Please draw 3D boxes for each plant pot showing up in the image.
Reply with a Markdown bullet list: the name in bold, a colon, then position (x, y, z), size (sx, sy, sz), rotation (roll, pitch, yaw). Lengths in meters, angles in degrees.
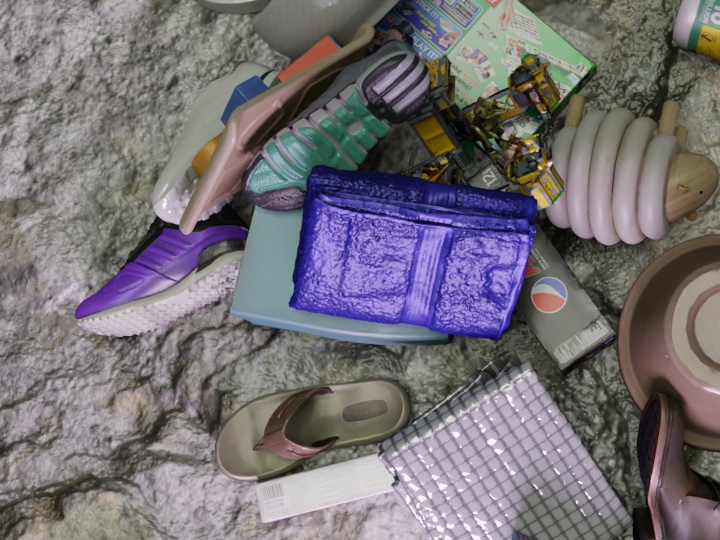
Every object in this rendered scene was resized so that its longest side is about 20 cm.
- **plant pot**: position (0.323, 0.057, 1.201), size (0.199, 0.175, 0.201), rotation (-2, 81, 11)
- **plant pot**: position (0.000, 0.000, 1.299), size (0.199, 0.141, 0.142), rotation (13, 85, 7)

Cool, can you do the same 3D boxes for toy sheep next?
- **toy sheep**: position (0.230, -0.090, 1.267), size (0.199, 0.138, 0.139), rotation (6, 83, 27)

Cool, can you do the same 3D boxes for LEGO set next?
- **LEGO set**: position (0.101, -0.134, 1.231), size (0.153, 0.116, 0.201), rotation (-16, 41, 30)

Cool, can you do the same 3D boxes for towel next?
- **towel**: position (0.129, 0.188, 1.245), size (0.165, 0.086, 0.200), rotation (-34, 103, 7)
- **towel**: position (0.043, -0.010, 1.179), size (0.199, 0.050, 0.148), rotation (9, 121, -2)

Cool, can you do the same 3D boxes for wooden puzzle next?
- **wooden puzzle**: position (-0.087, -0.138, 1.268), size (0.046, 0.185, 0.200), rotation (45, 55, 5)

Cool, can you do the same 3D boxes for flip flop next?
- **flip flop**: position (-0.049, 0.150, 1.326), size (0.199, 0.058, 0.082), rotation (-13, 80, 10)

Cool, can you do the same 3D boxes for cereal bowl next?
- **cereal bowl**: position (-0.007, -0.272, 1.312), size (0.200, 0.200, 0.083), rotation (-45, 97, 3)

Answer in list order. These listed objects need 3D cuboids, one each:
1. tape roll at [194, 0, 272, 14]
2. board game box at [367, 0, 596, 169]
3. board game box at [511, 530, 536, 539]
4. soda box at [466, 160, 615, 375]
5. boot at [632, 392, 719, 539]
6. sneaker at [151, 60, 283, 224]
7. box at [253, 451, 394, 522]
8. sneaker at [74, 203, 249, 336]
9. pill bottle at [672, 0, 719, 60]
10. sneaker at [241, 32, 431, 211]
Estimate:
- **tape roll**: position (-0.124, -0.367, 1.423), size (0.202, 0.037, 0.204), rotation (-2, 82, 12)
- **board game box**: position (0.114, -0.212, 1.355), size (0.200, 0.029, 0.135), rotation (43, 92, 14)
- **board game box**: position (0.176, 0.335, 1.212), size (0.200, 0.062, 0.200), rotation (40, 105, -11)
- **soda box**: position (0.159, -0.001, 1.295), size (0.063, 0.071, 0.200), rotation (-34, 77, 4)
- **boot**: position (0.294, 0.189, 1.211), size (0.096, 0.075, 0.201), rotation (-2, 123, 2)
- **sneaker**: position (-0.148, -0.128, 1.362), size (0.080, 0.077, 0.200), rotation (24, 61, 27)
- **box**: position (-0.003, 0.200, 1.319), size (0.199, 0.039, 0.042), rotation (-16, 81, 9)
- **sneaker**: position (-0.199, -0.006, 1.379), size (0.199, 0.070, 0.100), rotation (-23, 68, 8)
- **pill bottle**: position (0.398, -0.229, 1.255), size (0.199, 0.113, 0.113), rotation (22, 87, 14)
- **sneaker**: position (-0.021, -0.131, 1.227), size (0.200, 0.088, 0.074), rotation (-35, 116, 15)
